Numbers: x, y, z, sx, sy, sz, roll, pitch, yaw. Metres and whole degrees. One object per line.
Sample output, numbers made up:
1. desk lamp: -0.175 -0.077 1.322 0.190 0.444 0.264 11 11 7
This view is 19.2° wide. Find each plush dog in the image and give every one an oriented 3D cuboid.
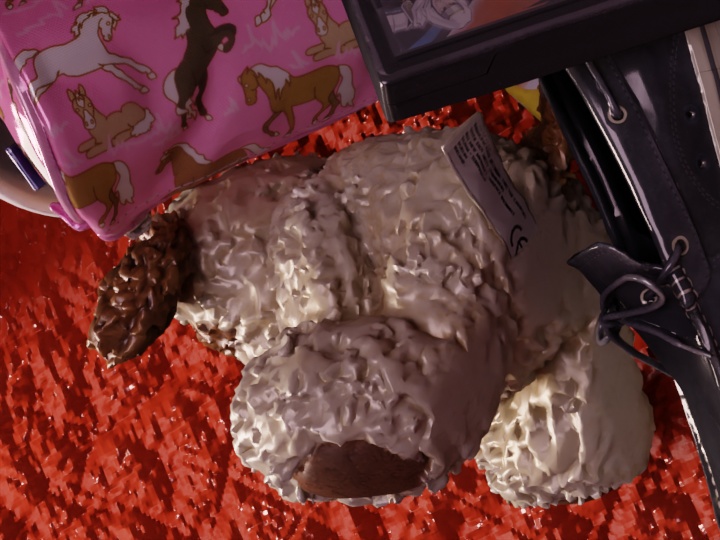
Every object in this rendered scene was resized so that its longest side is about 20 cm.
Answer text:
1. plush dog: 0.000 0.000 0.764 0.171 0.199 0.162 4 88 36

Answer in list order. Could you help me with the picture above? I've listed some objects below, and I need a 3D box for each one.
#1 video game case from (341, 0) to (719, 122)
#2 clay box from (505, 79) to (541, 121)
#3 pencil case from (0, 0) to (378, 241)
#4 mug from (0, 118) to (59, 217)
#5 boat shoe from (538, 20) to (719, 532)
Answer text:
1. video game case: 0.076 -0.151 0.675 0.199 0.026 0.182 -18 58 -3
2. clay box: 0.082 -0.120 0.778 0.200 0.048 0.115 44 113 22
3. pencil case: -0.026 -0.085 0.711 0.083 0.199 0.087 55 164 35
4. mug: -0.136 -0.135 0.866 0.175 0.147 0.201 23 85 51
5. boat shoe: 0.098 0.000 0.672 0.062 0.075 0.201 -14 87 -9
